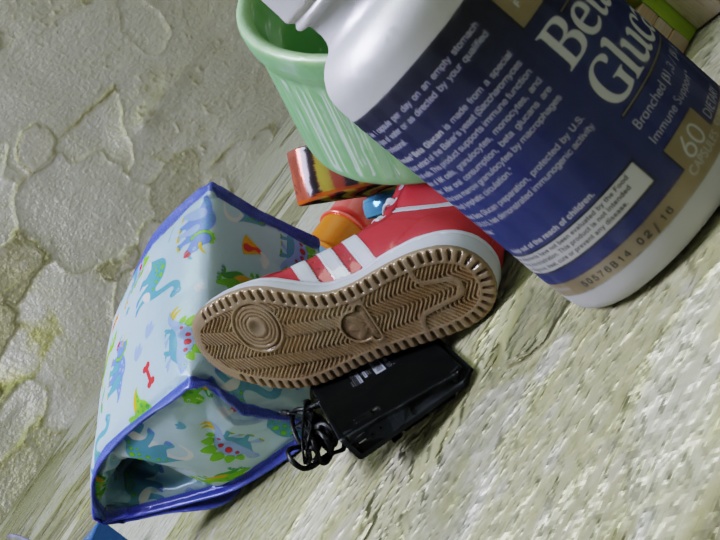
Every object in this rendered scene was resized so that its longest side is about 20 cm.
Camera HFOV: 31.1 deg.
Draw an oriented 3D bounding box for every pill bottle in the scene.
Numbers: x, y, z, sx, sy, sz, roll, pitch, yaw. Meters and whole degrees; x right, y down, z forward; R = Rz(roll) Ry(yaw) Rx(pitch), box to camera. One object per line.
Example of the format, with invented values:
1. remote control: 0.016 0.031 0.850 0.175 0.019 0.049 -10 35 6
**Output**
1. pill bottle: 0.055 -0.086 0.542 0.111 0.199 0.111 -49 11 13

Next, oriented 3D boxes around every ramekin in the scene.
1. ramekin: 0.036 -0.140 0.755 0.198 0.098 0.201 -14 38 11

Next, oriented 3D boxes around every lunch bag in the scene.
1. lunch bag: -0.123 0.070 0.915 0.199 0.127 0.171 -35 39 37

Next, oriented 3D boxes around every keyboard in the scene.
1. keyboard: 0.006 0.075 0.729 0.103 0.040 0.200 -29 8 -3

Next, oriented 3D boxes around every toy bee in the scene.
1. toy bee: 0.044 -0.084 0.864 0.108 0.132 0.200 -15 19 32

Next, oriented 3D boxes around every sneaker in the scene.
1. sneaker: 0.000 0.000 0.757 0.198 0.072 0.113 -15 28 28

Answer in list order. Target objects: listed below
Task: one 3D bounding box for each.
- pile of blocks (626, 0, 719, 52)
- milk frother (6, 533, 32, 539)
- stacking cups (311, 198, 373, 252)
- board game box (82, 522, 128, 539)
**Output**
1. pile of blocks: 0.172 -0.173 0.708 0.201 0.062 0.082 -52 10 -1
2. milk frother: -0.267 0.245 0.796 0.179 0.201 0.189 6 53 42
3. stacking cups: -0.042 0.010 1.076 0.060 0.060 0.201 -39 13 51
4. board game box: -0.251 0.305 1.012 0.152 0.045 0.200 -49 10 14
